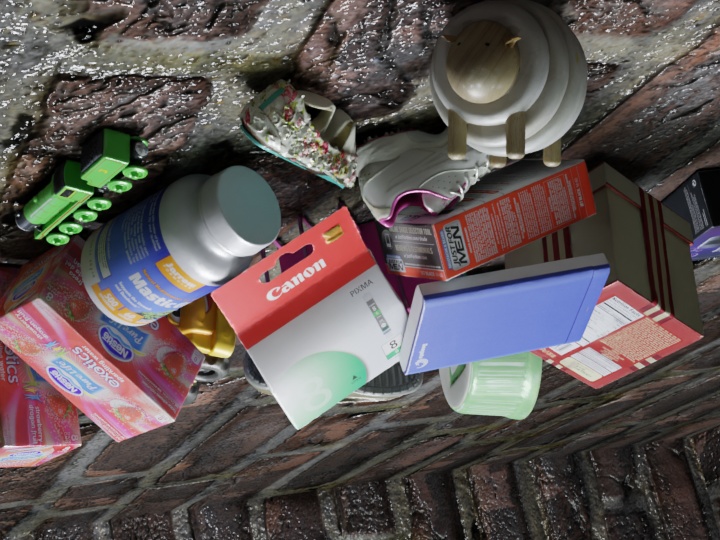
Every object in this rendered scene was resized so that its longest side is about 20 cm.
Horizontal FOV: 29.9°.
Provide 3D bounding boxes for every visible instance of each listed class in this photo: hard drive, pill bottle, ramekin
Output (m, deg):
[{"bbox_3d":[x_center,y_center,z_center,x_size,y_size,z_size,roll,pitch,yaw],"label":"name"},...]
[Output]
[{"bbox_3d":[0.145,0.045,1.373,0.199,0.025,0.132,-10,144,-15],"label":"hard drive"},{"bbox_3d":[-0.174,-0.027,1.323,0.199,0.113,0.112,-25,159,38],"label":"pill bottle"},{"bbox_3d":[0.174,0.107,1.873,0.097,0.202,0.200,0,161,-12],"label":"ramekin"}]

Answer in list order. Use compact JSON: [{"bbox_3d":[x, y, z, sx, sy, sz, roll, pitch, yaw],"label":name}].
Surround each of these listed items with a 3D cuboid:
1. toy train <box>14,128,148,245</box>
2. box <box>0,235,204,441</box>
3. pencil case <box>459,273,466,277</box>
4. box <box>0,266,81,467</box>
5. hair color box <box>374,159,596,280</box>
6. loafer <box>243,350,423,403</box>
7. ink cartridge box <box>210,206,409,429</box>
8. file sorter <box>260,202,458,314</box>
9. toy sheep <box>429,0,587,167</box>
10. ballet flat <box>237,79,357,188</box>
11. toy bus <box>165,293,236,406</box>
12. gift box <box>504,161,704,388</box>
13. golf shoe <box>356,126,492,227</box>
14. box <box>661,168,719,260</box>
[{"bbox_3d":[-0.259,-0.074,1.238,0.056,0.042,0.200,13,152,-35],"label":"toy train"},{"bbox_3d":[-0.277,0.075,1.419,0.102,0.095,0.200,-22,122,38],"label":"box"},{"bbox_3d":[0.043,0.037,1.729,0.198,0.085,0.093,-12,134,2],"label":"pencil case"},{"bbox_3d":[-0.378,0.105,1.455,0.094,0.201,0.102,-25,158,38],"label":"box"},{"bbox_3d":[0.128,-0.054,1.376,0.199,0.064,0.111,-22,-166,-28],"label":"hair color box"},{"bbox_3d":[-0.031,0.107,1.473,0.198,0.076,0.070,5,160,-9],"label":"loafer"},{"bbox_3d":[-0.038,0.051,1.345,0.160,0.050,0.200,-33,140,-6],"label":"ink cartridge box"},{"bbox_3d":[0.000,0.000,1.488,0.199,0.140,0.125,-15,162,9],"label":"file sorter"},{"bbox_3d":[0.122,-0.152,1.091,0.137,0.139,0.200,-19,173,21],"label":"toy sheep"},{"bbox_3d":[-0.038,-0.120,1.203,0.064,0.076,0.200,-50,160,8],"label":"ballet flat"},{"bbox_3d":[-0.255,0.060,1.560,0.191,0.137,0.200,17,149,-28],"label":"toy bus"},{"bbox_3d":[0.257,0.002,1.538,0.199,0.188,0.184,-27,135,34],"label":"gift box"},{"bbox_3d":[0.093,-0.101,1.308,0.199,0.092,0.075,-16,161,7],"label":"golf shoe"},{"bbox_3d":[0.487,-0.074,1.699,0.198,0.079,0.141,-7,165,-16],"label":"box"}]
